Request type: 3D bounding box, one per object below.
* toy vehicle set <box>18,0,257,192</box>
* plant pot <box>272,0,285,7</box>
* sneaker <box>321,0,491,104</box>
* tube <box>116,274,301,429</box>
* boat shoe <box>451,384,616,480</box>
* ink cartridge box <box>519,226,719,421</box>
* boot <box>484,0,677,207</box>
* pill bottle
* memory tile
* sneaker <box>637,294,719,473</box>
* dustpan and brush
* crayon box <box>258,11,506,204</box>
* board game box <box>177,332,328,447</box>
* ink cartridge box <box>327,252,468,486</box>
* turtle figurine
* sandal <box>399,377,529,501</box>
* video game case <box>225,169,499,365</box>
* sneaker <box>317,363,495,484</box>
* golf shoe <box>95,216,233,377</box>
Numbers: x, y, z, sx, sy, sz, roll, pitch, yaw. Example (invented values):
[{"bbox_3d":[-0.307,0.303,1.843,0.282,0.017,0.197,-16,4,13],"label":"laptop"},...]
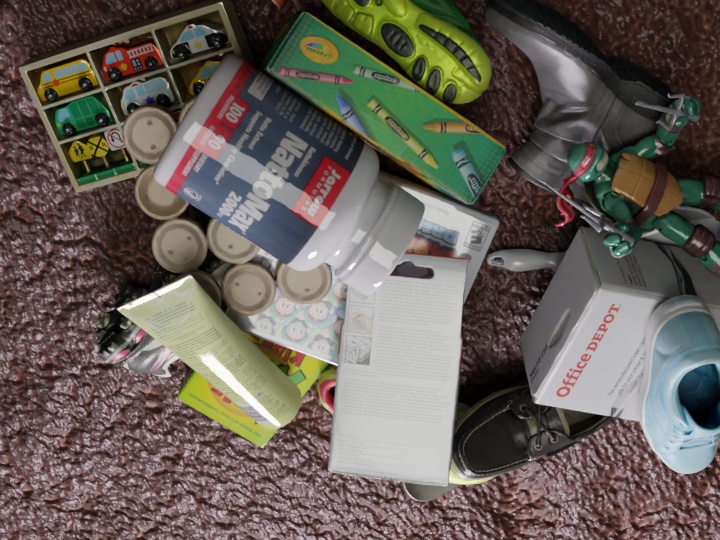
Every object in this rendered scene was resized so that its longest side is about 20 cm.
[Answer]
[{"bbox_3d":[-0.185,-0.152,1.033,0.199,0.027,0.125,-14,115,16],"label":"toy vehicle set"},{"bbox_3d":[-0.021,-0.330,0.861,0.194,0.201,0.202,-26,113,7],"label":"plant pot"},{"bbox_3d":[0.030,-0.215,0.973,0.074,0.084,0.200,-42,89,17],"label":"sneaker"},{"bbox_3d":[-0.123,0.072,1.048,0.058,0.052,0.200,-52,133,-11],"label":"tube"},{"bbox_3d":[0.170,0.135,1.096,0.199,0.065,0.074,-25,89,-24],"label":"boat shoe"},{"bbox_3d":[0.260,0.057,1.044,0.199,0.084,0.145,11,128,-16],"label":"ink cartridge box"},{"bbox_3d":[0.163,-0.137,1.007,0.199,0.070,0.132,31,117,-12],"label":"boot"},{"bbox_3d":[-0.053,-0.071,0.946,0.199,0.120,0.120,32,114,-9],"label":"pill bottle"},{"bbox_3d":[-0.115,-0.055,1.022,0.152,0.017,0.201,-11,107,4],"label":"memory tile"},{"bbox_3d":[0.275,0.119,0.989,0.073,0.082,0.201,-14,130,6],"label":"sneaker"},{"bbox_3d":[0.218,-0.003,1.087,0.198,0.057,0.140,-4,129,-2],"label":"dustpan and brush"},{"bbox_3d":[0.014,-0.136,0.982,0.199,0.119,0.058,32,94,-12],"label":"crayon box"},{"bbox_3d":[-0.081,0.067,1.136,0.101,0.048,0.200,32,114,-12],"label":"board game box"},{"bbox_3d":[0.035,0.082,1.040,0.108,0.050,0.202,6,97,6],"label":"ink cartridge box"},{"bbox_3d":[0.243,-0.070,0.976,0.199,0.101,0.151,23,83,-14],"label":"turtle figurine"},{"bbox_3d":[0.122,0.174,1.173,0.199,0.055,0.082,-27,112,16],"label":"sandal"},{"bbox_3d":[0.000,0.000,1.062,0.199,0.024,0.183,20,106,-9],"label":"video game case"},{"bbox_3d":[0.041,0.149,1.117,0.199,0.090,0.079,25,98,8],"label":"sneaker"},{"bbox_3d":[-0.163,0.024,1.116,0.200,0.077,0.088,-40,128,23],"label":"golf shoe"}]
